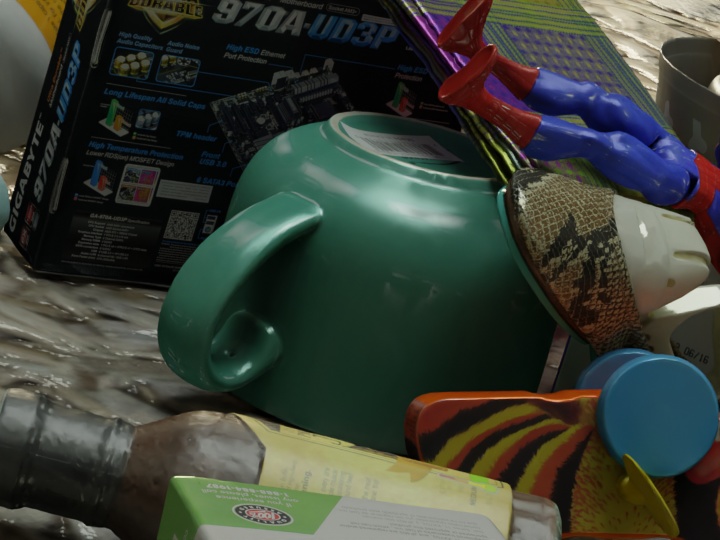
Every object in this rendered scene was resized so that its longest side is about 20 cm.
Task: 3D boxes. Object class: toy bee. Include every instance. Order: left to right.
[{"bbox_3d":[0.123,0.082,1.029,0.200,0.109,0.131,-11,1,14],"label":"toy bee"}]

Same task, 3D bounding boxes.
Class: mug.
[{"bbox_3d":[0.011,0.002,1.133,0.152,0.115,0.185,17,16,7],"label":"mug"}]

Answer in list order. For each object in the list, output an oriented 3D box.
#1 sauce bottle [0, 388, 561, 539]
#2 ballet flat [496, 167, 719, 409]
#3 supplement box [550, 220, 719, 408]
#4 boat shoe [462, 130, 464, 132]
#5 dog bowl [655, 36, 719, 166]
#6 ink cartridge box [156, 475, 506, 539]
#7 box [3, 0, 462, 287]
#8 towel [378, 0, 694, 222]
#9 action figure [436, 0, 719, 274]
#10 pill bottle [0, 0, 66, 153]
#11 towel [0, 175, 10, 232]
[{"bbox_3d":[-0.031,0.084,0.917,0.200,0.065,0.065,16,16,-5],"label":"sauce bottle"},{"bbox_3d":[0.116,0.015,1.097,0.075,0.200,0.068,-13,52,12],"label":"ballet flat"},{"bbox_3d":[0.184,0.019,1.263,0.101,0.103,0.200,24,19,22],"label":"supplement box"},{"bbox_3d":[0.125,-0.037,1.483,0.200,0.072,0.072,25,47,2],"label":"boat shoe"},{"bbox_3d":[0.227,-0.048,1.248,0.200,0.059,0.200,16,16,-5],"label":"dog bowl"},{"bbox_3d":[0.013,0.137,0.783,0.117,0.067,0.200,9,17,-21],"label":"ink cartridge box"},{"bbox_3d":[-0.050,-0.068,1.227,0.200,0.159,0.046,6,23,-29],"label":"box"},{"bbox_3d":[0.068,-0.098,1.182,0.144,0.023,0.200,2,45,-48],"label":"towel"},{"bbox_3d":[0.138,-0.060,1.092,0.200,0.099,0.065,33,35,-25],"label":"action figure"},{"bbox_3d":[-0.179,-0.128,1.282,0.113,0.113,0.200,20,48,14],"label":"pill bottle"},{"bbox_3d":[-0.270,-0.057,1.111,0.171,0.048,0.200,-3,23,-46],"label":"towel"}]
